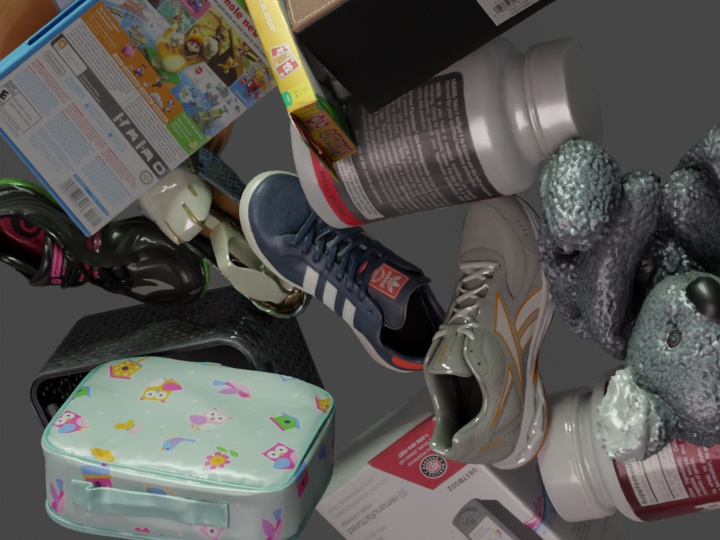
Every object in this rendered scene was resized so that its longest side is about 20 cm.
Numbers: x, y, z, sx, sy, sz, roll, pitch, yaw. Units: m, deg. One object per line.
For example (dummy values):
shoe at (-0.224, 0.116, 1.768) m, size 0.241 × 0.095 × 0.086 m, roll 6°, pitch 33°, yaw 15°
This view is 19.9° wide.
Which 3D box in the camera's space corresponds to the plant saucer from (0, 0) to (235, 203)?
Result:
plant saucer at (-0.190, -0.136, 1.515) m, size 0.198 × 0.038 × 0.202 m, roll 8°, pitch 120°, yaw 14°

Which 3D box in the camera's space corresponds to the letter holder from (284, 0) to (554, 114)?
letter holder at (0.049, -0.226, 1.349) m, size 0.199 × 0.143 × 0.101 m, roll -30°, pitch 138°, yaw 17°

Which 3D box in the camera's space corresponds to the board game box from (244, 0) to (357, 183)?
board game box at (-0.051, -0.160, 1.361) m, size 0.030 × 0.096 × 0.202 m, roll -22°, pitch 69°, yaw 9°

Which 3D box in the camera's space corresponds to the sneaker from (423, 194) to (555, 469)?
sneaker at (0.086, 0.042, 1.452) m, size 0.075 × 0.091 × 0.202 m, roll -4°, pitch 87°, yaw 44°

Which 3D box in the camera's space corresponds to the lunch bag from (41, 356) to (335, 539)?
lunch bag at (-0.125, 0.135, 1.463) m, size 0.198 × 0.161 × 0.078 m, roll 7°, pitch 120°, yaw 13°

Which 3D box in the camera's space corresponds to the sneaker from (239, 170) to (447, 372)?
sneaker at (0.000, 0.000, 1.481) m, size 0.200 × 0.075 × 0.084 m, roll 41°, pitch 164°, yaw -25°

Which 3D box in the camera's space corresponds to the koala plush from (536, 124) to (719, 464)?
koala plush at (0.215, 0.035, 1.358) m, size 0.175 × 0.201 × 0.185 m, roll -9°, pitch 142°, yaw -12°

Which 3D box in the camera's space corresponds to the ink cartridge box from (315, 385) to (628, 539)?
ink cartridge box at (0.087, 0.193, 1.581) m, size 0.200 × 0.086 × 0.147 m, roll 45°, pitch 121°, yaw -8°

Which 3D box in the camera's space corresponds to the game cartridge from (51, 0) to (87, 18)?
game cartridge at (-0.160, -0.230, 1.397) m, size 0.132 × 0.041 × 0.201 m, roll -27°, pitch 125°, yaw -6°

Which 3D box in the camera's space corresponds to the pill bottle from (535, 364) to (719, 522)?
pill bottle at (0.234, 0.118, 1.473) m, size 0.198 × 0.114 × 0.115 m, roll -13°, pitch 114°, yaw 24°

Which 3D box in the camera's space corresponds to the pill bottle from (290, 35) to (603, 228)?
pill bottle at (0.061, -0.100, 1.410) m, size 0.198 × 0.111 × 0.112 m, roll -11°, pitch 115°, yaw 23°

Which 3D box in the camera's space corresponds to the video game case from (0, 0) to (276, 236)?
video game case at (-0.153, -0.135, 1.420) m, size 0.199 × 0.018 × 0.143 m, roll -39°, pitch 125°, yaw -2°

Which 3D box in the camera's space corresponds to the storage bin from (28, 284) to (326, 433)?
storage bin at (-0.140, 0.101, 1.599) m, size 0.198 × 0.094 × 0.136 m, roll -11°, pitch 115°, yaw 24°

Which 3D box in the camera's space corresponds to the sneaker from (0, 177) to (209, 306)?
sneaker at (-0.211, -0.008, 1.565) m, size 0.198 × 0.084 × 0.077 m, roll 14°, pitch 122°, yaw 10°

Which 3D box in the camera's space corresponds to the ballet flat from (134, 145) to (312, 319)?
ballet flat at (-0.106, -0.034, 1.499) m, size 0.199 × 0.075 × 0.074 m, roll 36°, pitch 124°, yaw -22°
